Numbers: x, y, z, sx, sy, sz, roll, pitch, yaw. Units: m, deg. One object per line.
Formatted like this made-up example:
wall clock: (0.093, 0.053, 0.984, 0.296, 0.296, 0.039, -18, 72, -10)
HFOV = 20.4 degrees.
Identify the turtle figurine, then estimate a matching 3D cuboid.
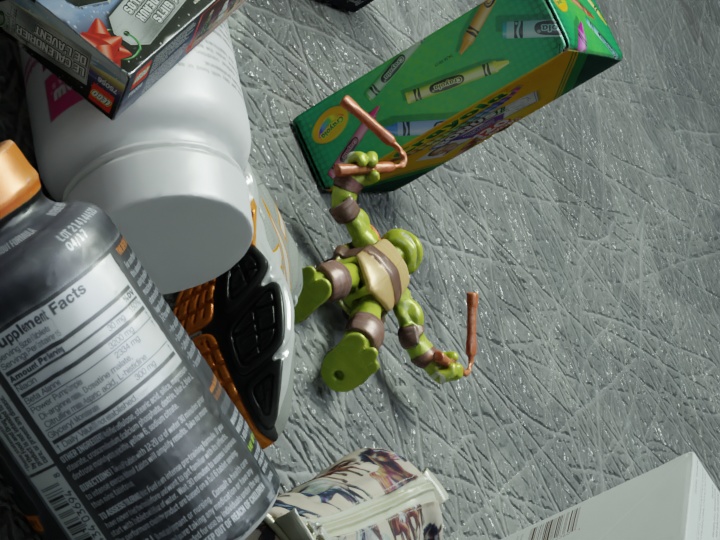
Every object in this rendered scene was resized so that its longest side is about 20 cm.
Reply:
turtle figurine: (0.000, 0.000, 1.262, 0.161, 0.064, 0.201, -42, 112, -59)

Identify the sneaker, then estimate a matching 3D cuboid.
sneaker: (-0.058, 0.015, 1.115, 0.092, 0.075, 0.201, 40, 32, -50)

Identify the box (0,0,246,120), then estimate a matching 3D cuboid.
box: (-0.114, -0.179, 1.011, 0.137, 0.040, 0.200, 38, 51, 6)

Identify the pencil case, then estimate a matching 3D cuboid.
pencil case: (-0.021, 0.142, 1.028, 0.078, 0.089, 0.200, 67, 22, 6)

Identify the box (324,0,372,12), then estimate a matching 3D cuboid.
box: (0.005, -0.289, 1.439, 0.200, 0.181, 0.105, 9, 57, -62)

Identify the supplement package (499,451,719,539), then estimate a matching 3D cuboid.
supplement package: (0.155, 0.252, 1.149, 0.201, 0.190, 0.147, 57, 24, -15)

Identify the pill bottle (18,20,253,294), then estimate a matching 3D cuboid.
pill bottle: (-0.119, -0.096, 1.051, 0.113, 0.113, 0.201, 31, 38, -51)

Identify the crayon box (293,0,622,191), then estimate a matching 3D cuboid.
crayon box: (0.067, -0.124, 1.364, 0.059, 0.199, 0.119, 65, 23, 9)

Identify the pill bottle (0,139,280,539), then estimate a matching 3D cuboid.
pill bottle: (-0.129, 0.043, 0.886, 0.201, 0.106, 0.106, 58, 23, -11)
